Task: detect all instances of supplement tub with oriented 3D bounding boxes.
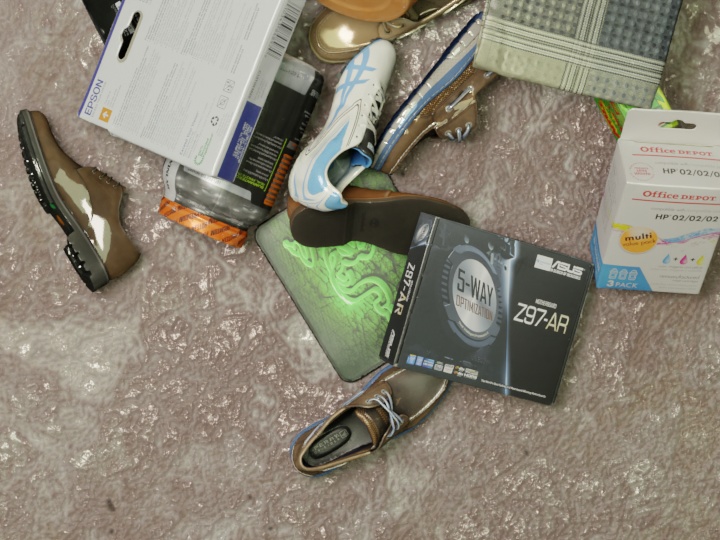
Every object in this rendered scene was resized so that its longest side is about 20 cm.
[{"bbox_3d":[-0.127,-0.133,1.628,0.122,0.123,0.201,24,91,-4],"label":"supplement tub"}]

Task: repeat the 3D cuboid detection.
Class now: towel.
[{"bbox_3d":[0.223,-0.274,1.586,0.198,0.035,0.194,14,95,-7],"label":"towel"}]

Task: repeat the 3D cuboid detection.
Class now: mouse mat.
[{"bbox_3d":[0.000,0.000,1.700,0.160,0.008,0.201,-32,94,-1],"label":"mouse mat"}]

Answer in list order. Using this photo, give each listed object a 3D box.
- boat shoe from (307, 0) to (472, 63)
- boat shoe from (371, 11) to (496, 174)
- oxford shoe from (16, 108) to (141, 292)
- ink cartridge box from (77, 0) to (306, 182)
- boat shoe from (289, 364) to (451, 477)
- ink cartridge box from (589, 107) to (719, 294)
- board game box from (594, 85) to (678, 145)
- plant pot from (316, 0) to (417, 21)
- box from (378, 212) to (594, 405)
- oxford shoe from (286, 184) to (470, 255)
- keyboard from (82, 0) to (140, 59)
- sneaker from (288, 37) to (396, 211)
[{"bbox_3d":[0.036,-0.279,1.656,0.199,0.065,0.072,-27,94,-1],"label":"boat shoe"},{"bbox_3d":[0.091,-0.172,1.655,0.072,0.072,0.200,39,90,-6],"label":"boat shoe"},{"bbox_3d":[-0.294,-0.085,1.656,0.084,0.073,0.201,-30,97,-18],"label":"oxford shoe"},{"bbox_3d":[-0.170,-0.210,1.573,0.199,0.041,0.201,25,94,33],"label":"ink cartridge box"},{"bbox_3d":[0.016,0.159,1.677,0.199,0.072,0.072,-37,94,-1],"label":"boat shoe"},{"bbox_3d":[0.312,-0.068,1.624,0.114,0.068,0.201,3,137,-3],"label":"ink cartridge box"},{"bbox_3d":[0.254,-0.229,1.652,0.047,0.102,0.201,-29,95,-1],"label":"board game box"},{"bbox_3d":[0.010,-0.342,1.564,0.199,0.200,0.141,26,71,-4],"label":"plant pot"},{"bbox_3d":[0.134,0.042,1.661,0.199,0.043,0.162,16,93,-23],"label":"box"},{"bbox_3d":[0.019,-0.064,1.664,0.198,0.071,0.072,5,122,-17],"label":"oxford shoe"},{"bbox_3d":[-0.230,-0.274,1.666,0.104,0.040,0.201,-24,96,22],"label":"keyboard"},{"bbox_3d":[-0.004,-0.147,1.613,0.072,0.072,0.201,18,69,22],"label":"sneaker"}]
